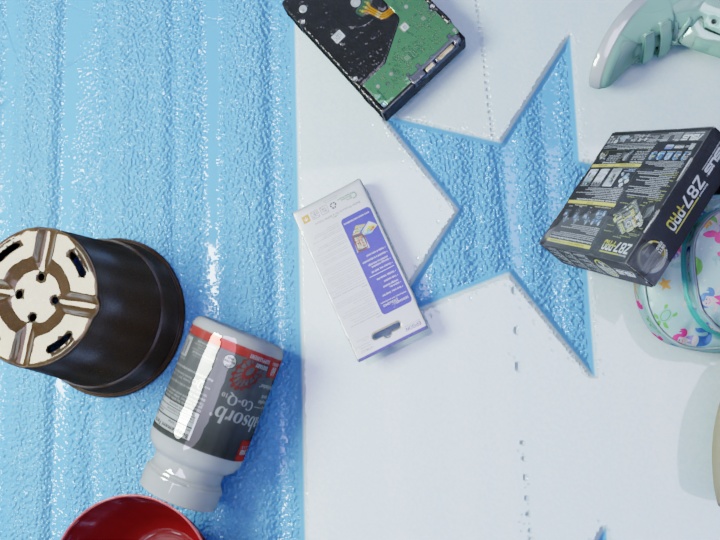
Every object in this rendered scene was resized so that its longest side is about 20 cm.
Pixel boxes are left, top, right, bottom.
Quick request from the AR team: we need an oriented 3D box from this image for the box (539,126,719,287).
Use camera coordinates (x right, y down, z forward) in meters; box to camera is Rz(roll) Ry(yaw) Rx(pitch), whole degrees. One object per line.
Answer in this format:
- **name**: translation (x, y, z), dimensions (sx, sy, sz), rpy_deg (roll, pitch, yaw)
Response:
- **box**: translation (0.289, -0.074, 0.962), dimensions (0.049, 0.200, 0.162), rpy_deg (36, 87, -15)

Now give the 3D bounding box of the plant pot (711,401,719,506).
- **plant pot**: translation (0.442, 0.150, 0.908), dimensions (0.197, 0.201, 0.137), rpy_deg (-12, 67, 8)

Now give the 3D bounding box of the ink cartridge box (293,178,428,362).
- **ink cartridge box**: translation (0.000, 0.000, 1.083), dimensions (0.094, 0.037, 0.202), rpy_deg (-25, 75, 4)

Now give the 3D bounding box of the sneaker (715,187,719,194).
- **sneaker**: translation (0.481, -0.144, 1.006), dimensions (0.197, 0.077, 0.090), rpy_deg (-14, 70, 5)

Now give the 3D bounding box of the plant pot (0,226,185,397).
- **plant pot**: translation (-0.332, 0.042, 1.052), dimensions (0.196, 0.198, 0.204), rpy_deg (-2, 80, 10)

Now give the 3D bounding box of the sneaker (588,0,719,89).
- **sneaker**: translation (0.361, -0.267, 1.039), dimensions (0.118, 0.074, 0.201), rpy_deg (42, 87, 20)

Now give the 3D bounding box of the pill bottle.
- **pill bottle**: translation (-0.175, 0.165, 1.046), dimensions (0.114, 0.116, 0.203), rpy_deg (20, 85, 12)

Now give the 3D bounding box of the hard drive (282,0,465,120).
- **hard drive**: translation (0.016, -0.305, 1.121), dimensions (0.140, 0.038, 0.200), rpy_deg (-43, 76, 1)

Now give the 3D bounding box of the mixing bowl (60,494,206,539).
- **mixing bowl**: translation (-0.241, 0.356, 1.030), dimensions (0.196, 0.108, 0.204), rpy_deg (-2, 80, 12)

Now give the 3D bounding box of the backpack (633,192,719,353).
- **backpack**: translation (0.393, 0.002, 0.960), dimensions (0.196, 0.150, 0.181), rpy_deg (-3, 87, 15)
